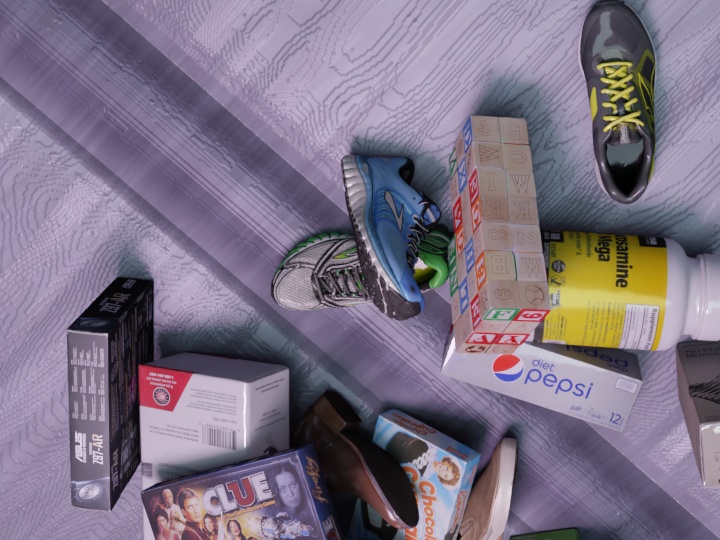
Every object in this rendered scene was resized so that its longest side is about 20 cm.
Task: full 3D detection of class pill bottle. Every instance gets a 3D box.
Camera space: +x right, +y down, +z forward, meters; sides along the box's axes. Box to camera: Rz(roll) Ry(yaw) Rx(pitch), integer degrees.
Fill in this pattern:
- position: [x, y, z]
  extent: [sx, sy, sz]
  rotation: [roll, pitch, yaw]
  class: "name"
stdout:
- position: [0.257, 0.020, 1.217]
  extent: [0.199, 0.112, 0.113]
  rotation: [4, 109, 5]
  class: "pill bottle"

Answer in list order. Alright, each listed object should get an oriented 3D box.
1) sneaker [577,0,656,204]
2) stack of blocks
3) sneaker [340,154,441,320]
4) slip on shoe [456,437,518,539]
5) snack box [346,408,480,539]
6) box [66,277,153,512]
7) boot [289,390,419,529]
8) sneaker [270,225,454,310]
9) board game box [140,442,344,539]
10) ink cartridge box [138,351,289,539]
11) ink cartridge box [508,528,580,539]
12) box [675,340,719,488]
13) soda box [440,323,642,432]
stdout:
- position: [0.254, -0.157, 1.172]
  extent: [0.074, 0.085, 0.201]
  rotation: [-9, 107, 9]
  class: "sneaker"
- position: [0.126, -0.033, 1.176]
  extent: [0.058, 0.115, 0.201]
  rotation: [2, 66, -11]
  class: "stack of blocks"
- position: [0.038, -0.043, 1.193]
  extent: [0.090, 0.200, 0.078]
  rotation: [-11, 144, -2]
  class: "sneaker"
- position: [0.128, 0.271, 1.342]
  extent: [0.060, 0.076, 0.201]
  rotation: [14, 117, 7]
  class: "slip on shoe"
- position: [0.052, 0.265, 1.340]
  extent: [0.116, 0.037, 0.201]
  rotation: [25, 112, 29]
  class: "snack box"
- position: [-0.260, 0.127, 1.294]
  extent: [0.043, 0.160, 0.201]
  rotation: [5, 110, 6]
  class: "box"
- position: [-0.048, 0.260, 1.327]
  extent: [0.200, 0.064, 0.187]
  rotation: [-48, 56, 18]
  class: "boot"
- position: [0.000, 0.000, 1.258]
  extent: [0.199, 0.085, 0.078]
  rotation: [-15, 106, 12]
  class: "sneaker"
- position: [-0.116, 0.260, 1.224]
  extent: [0.200, 0.035, 0.136]
  rotation: [-19, 89, 28]
  class: "board game box"
- position: [-0.155, 0.198, 1.304]
  extent: [0.144, 0.084, 0.201]
  rotation: [6, 100, 30]
  class: "ink cartridge box"
- position: [0.207, 0.391, 1.301]
  extent: [0.084, 0.200, 0.146]
  rotation: [-9, 107, 10]
  class: "ink cartridge box"
- position: [0.358, 0.134, 1.195]
  extent: [0.082, 0.200, 0.069]
  rotation: [-7, 107, 9]
  class: "box"
- position: [0.187, 0.098, 1.275]
  extent: [0.199, 0.068, 0.064]
  rotation: [18, 111, 1]
  class: "soda box"
